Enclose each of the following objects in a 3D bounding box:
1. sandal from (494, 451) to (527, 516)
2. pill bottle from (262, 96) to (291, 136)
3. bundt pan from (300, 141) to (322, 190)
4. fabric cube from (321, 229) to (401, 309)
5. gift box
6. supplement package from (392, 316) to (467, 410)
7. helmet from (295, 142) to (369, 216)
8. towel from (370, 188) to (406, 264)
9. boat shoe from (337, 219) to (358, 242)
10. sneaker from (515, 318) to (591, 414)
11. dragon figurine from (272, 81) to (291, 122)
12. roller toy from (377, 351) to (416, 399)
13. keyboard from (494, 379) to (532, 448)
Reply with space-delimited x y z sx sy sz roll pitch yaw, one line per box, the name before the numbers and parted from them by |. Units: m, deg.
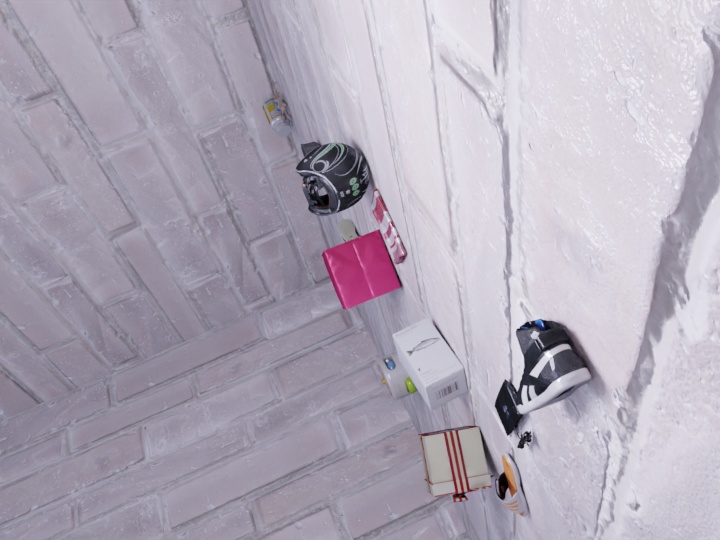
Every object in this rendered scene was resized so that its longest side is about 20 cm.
sandal | 0.352 0.521 1.545 0.079 0.059 0.208 -122 11 -59
pill bottle | -0.441 -0.818 3.404 0.113 0.112 0.201 80 165 -67
bundt pan | -0.172 -0.432 2.590 0.202 0.075 0.203 157 90 -84
fabric cube | 0.000 0.000 2.092 0.196 0.199 0.200 139 110 -85
gift box | 0.273 0.537 1.778 0.185 0.199 0.188 76 -175 -78
supplement package | 0.184 0.247 1.708 0.200 0.116 0.118 56 169 44
helmet | -0.071 -0.261 1.772 0.199 0.191 0.201 24 139 22
towel | 0.076 -0.119 1.801 0.144 0.023 0.201 103 144 -79
boat shoe | -0.040 -0.129 2.576 0.068 0.071 0.200 80 164 -50
sneaker | 0.256 0.131 0.910 0.200 0.073 0.112 101 149 -65
dragon figurine | -0.409 -0.849 3.246 0.099 0.059 0.201 108 137 -81
roller toy | 0.154 0.433 2.637 0.200 0.139 0.183 90 156 -77
keyboard | 0.310 0.300 1.287 0.200 0.020 0.128 77 174 -65
